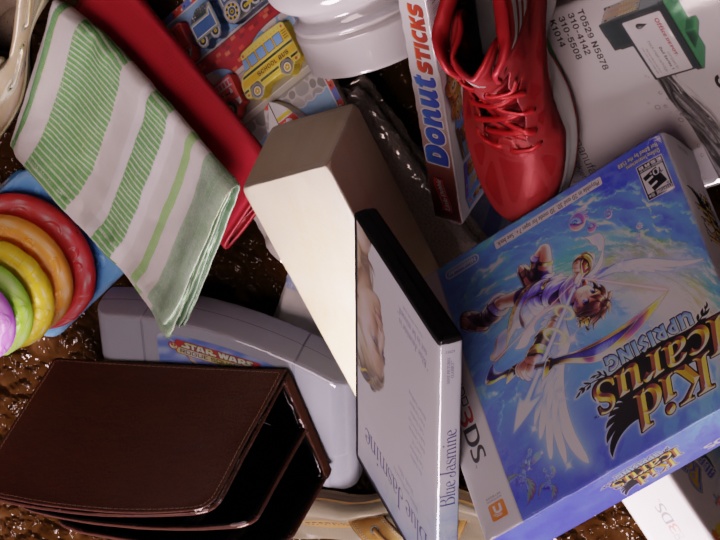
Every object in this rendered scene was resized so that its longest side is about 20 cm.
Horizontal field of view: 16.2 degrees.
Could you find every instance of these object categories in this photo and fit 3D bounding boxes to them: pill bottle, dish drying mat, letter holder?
[{"bbox_3d":[-0.022,-0.229,1.575,0.114,0.114,0.200,-10,114,28],"label":"pill bottle"},{"bbox_3d":[-0.127,-0.113,1.698,0.200,0.018,0.077,51,127,20],"label":"dish drying mat"},{"bbox_3d":[-0.147,0.148,1.777,0.200,0.142,0.101,1,132,29],"label":"letter holder"}]

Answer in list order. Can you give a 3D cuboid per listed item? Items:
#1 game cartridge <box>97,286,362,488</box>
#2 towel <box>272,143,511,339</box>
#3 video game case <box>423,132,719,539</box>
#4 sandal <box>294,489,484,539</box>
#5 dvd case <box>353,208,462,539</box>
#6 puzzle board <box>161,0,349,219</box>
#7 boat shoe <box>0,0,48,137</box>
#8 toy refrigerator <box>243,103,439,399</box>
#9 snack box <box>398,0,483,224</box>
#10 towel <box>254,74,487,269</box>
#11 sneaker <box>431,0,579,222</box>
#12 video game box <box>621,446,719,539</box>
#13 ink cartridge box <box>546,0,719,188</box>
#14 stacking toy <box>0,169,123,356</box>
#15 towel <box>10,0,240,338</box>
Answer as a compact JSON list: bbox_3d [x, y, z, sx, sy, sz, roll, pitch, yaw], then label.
[{"bbox_3d":[-0.094,0.080,1.812,0.200,0.042,0.133,15,141,16],"label":"game cartridge"},{"bbox_3d":[0.020,0.001,1.745,0.147,0.024,0.200,23,124,9],"label":"towel"},{"bbox_3d":[0.137,0.044,1.512,0.200,0.045,0.182,-33,58,23],"label":"video game case"},{"bbox_3d":[0.023,0.191,1.816,0.200,0.054,0.080,-3,152,28],"label":"sandal"},{"bbox_3d":[0.027,0.080,1.565,0.018,0.143,0.200,-13,128,-17],"label":"dvd case"},{"bbox_3d":[-0.100,-0.106,1.699,0.200,0.017,0.151,-36,72,35],"label":"puzzle board"},{"bbox_3d":[-0.262,-0.154,1.751,0.072,0.065,0.200,32,125,4],"label":"boat shoe"},{"bbox_3d":[0.000,0.000,1.642,0.070,0.076,0.200,-13,121,25],"label":"toy refrigerator"},{"bbox_3d":[0.061,-0.123,1.589,0.024,0.072,0.200,17,143,25],"label":"snack box"},{"bbox_3d":[0.009,-0.025,1.700,0.132,0.034,0.200,-31,103,34],"label":"towel"},{"bbox_3d":[0.074,-0.105,1.502,0.078,0.116,0.200,3,115,25],"label":"sneaker"},{"bbox_3d":[0.217,0.114,1.628,0.047,0.182,0.200,-26,106,32],"label":"video game box"},{"bbox_3d":[0.197,-0.128,1.556,0.200,0.084,0.146,-19,108,32],"label":"ink cartridge box"},{"bbox_3d":[-0.262,0.025,1.771,0.110,0.200,0.116,45,126,-6],"label":"stacking toy"},{"bbox_3d":[-0.164,-0.071,1.720,0.200,0.023,0.153,49,137,25],"label":"towel"}]
